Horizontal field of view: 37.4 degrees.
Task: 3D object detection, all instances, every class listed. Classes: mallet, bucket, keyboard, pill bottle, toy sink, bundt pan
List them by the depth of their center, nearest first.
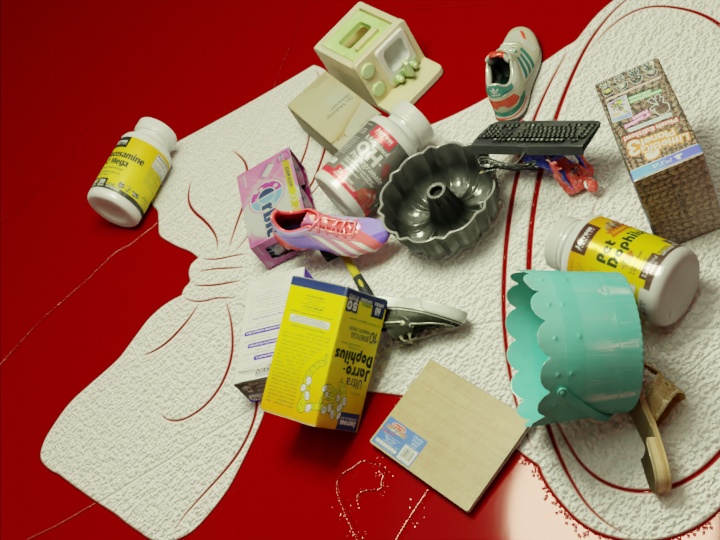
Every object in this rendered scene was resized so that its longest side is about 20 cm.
[{"bbox_3d":[0.267,0.095,1.345,0.133,0.209,0.209,-3,50,-3],"label":"bucket"},{"bbox_3d":[0.351,-0.008,1.447,0.199,0.109,0.110,26,72,42],"label":"pill bottle"},{"bbox_3d":[0.251,-0.189,1.595,0.198,0.021,0.128,5,47,41],"label":"keyboard"},{"bbox_3d":[0.131,-0.103,1.676,0.199,0.076,0.204,-16,48,18],"label":"bundt pan"},{"bbox_3d":[0.000,0.000,1.714,0.066,0.041,0.200,-38,50,-3],"label":"mallet"},{"bbox_3d":[0.028,-0.187,1.783,0.200,0.111,0.111,-45,46,-7],"label":"pill bottle"},{"bbox_3d":[0.031,-0.388,1.935,0.130,0.112,0.200,-45,46,-7],"label":"toy sink"},{"bbox_3d":[-0.440,-0.195,2.076,0.111,0.113,0.202,6,59,34],"label":"pill bottle"}]

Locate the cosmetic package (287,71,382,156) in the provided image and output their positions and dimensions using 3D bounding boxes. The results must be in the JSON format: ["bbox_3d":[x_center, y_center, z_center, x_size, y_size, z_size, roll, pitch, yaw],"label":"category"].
[{"bbox_3d":[-0.036,-0.268,1.913,0.103,0.073,0.200,-42,45,-5],"label":"cosmetic package"}]

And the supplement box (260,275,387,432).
[{"bbox_3d":[-0.052,0.122,1.550,0.108,0.108,0.203,11,85,37],"label":"supplement box"}]

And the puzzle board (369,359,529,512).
[{"bbox_3d":[0.124,0.226,1.473,0.199,0.017,0.151,28,75,43],"label":"puzzle board"}]

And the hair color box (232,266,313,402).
[{"bbox_3d":[-0.131,0.101,1.693,0.108,0.065,0.202,-13,49,22],"label":"hair color box"}]

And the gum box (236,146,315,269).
[{"bbox_3d":[-0.142,-0.107,1.856,0.112,0.066,0.202,-27,46,12],"label":"gum box"}]

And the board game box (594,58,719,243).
[{"bbox_3d":[0.418,-0.163,1.491,0.096,0.160,0.202,-22,48,15],"label":"board game box"}]

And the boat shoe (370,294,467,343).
[{"bbox_3d":[0.067,0.076,1.594,0.198,0.071,0.065,4,80,30],"label":"boat shoe"}]

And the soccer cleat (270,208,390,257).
[{"bbox_3d":[-0.051,-0.066,1.706,0.197,0.077,0.067,3,59,21],"label":"soccer cleat"}]

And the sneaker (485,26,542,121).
[{"bbox_3d":[0.253,-0.351,1.784,0.069,0.094,0.202,-2,56,30],"label":"sneaker"}]

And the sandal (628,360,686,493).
[{"bbox_3d":[0.377,0.174,1.333,0.069,0.078,0.214,-7,56,2],"label":"sandal"}]

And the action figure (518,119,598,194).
[{"bbox_3d":[0.289,-0.184,1.634,0.065,0.099,0.200,-42,48,-5],"label":"action figure"}]
